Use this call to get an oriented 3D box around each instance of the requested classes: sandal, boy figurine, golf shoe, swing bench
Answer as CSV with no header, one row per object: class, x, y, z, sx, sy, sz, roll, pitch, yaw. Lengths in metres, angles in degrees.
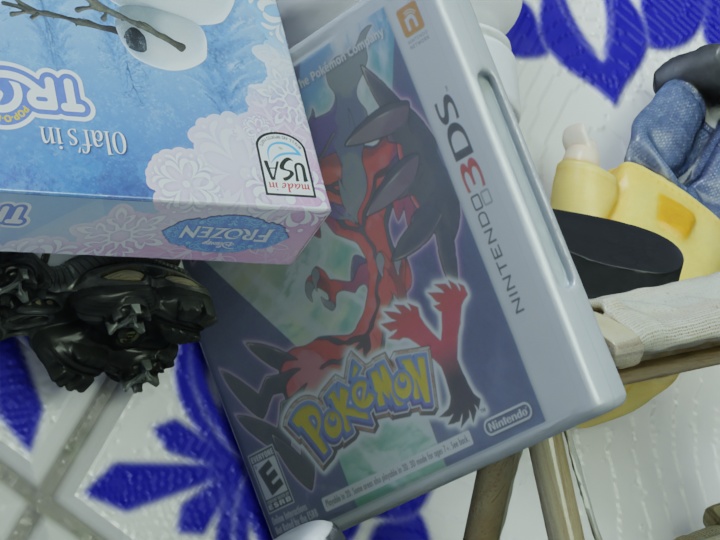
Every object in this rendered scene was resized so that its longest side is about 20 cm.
sandal,0.043,-0.027,1.130,0.198,0.043,0.076,9,23,-7
boy figurine,0.135,-0.016,1.217,0.124,0.064,0.201,42,53,-16
golf shoe,-0.148,-0.013,1.020,0.199,0.078,0.095,20,40,-50
swing bench,0.138,0.093,1.091,0.198,0.129,0.202,-9,103,-35

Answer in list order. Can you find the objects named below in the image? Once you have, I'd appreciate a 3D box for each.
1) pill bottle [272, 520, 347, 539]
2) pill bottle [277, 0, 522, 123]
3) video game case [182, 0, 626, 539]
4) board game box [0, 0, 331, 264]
pill bottle,0.004,0.206,1.020,0.106,0.106,0.201,-39,95,-36
pill bottle,0.012,-0.155,1.160,0.113,0.113,0.202,4,70,-31
video game case,0.000,0.000,1.038,0.023,0.200,0.183,-14,79,-44
board game box,-0.126,-0.100,0.983,0.199,0.043,0.200,2,58,-29
